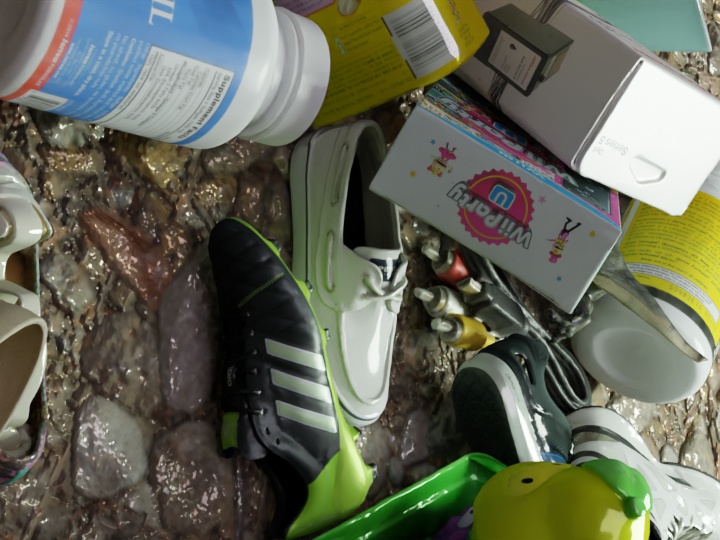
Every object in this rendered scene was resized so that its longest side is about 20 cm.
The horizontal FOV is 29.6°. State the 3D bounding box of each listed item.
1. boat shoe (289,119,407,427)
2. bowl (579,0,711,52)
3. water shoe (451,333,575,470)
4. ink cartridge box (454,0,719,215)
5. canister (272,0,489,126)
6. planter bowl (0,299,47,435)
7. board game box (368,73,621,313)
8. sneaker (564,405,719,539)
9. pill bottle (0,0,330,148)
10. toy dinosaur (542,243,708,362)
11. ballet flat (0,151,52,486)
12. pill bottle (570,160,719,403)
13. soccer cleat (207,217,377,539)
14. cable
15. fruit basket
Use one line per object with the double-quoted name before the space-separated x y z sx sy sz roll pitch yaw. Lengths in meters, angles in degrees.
"boat shoe" 0.000 0.000 0.895 0.072 0.065 0.202 10 73 -42
"bowl" 0.210 -0.262 1.107 0.201 0.104 0.203 -14 90 -73
"water shoe" 0.129 0.142 0.961 0.079 0.071 0.201 -31 112 -37
"ink cartridge box" 0.144 -0.136 0.939 0.145 0.200 0.084 15 114 -47
"canister" -0.023 -0.206 0.870 0.201 0.148 0.087 59 39 -18
"planter bowl" -0.246 0.065 0.577 0.134 0.200 0.201 35 53 0
"board game box" 0.096 -0.061 0.902 0.147 0.065 0.200 32 19 0
"sneaker" 0.223 0.198 1.029 0.200 0.076 0.116 35 33 -22
"pill bottle" -0.118 -0.133 0.786 0.199 0.112 0.113 11 72 -42
"toy dinosaur" 0.165 0.004 1.008 0.088 0.048 0.201 -20 51 -17
"ballet flat" -0.189 0.010 0.709 0.069 0.071 0.202 -2 80 -43
"pill bottle" 0.254 0.000 1.104 0.113 0.112 0.201 50 51 -22
"soccer cleat" -0.056 0.067 0.830 0.081 0.067 0.201 -26 98 -31
"cable" 0.107 0.041 1.021 0.200 0.050 0.098 41 37 -44
"fruit basket" 0.080 0.171 0.816 0.215 0.155 0.217 -39 149 -29
